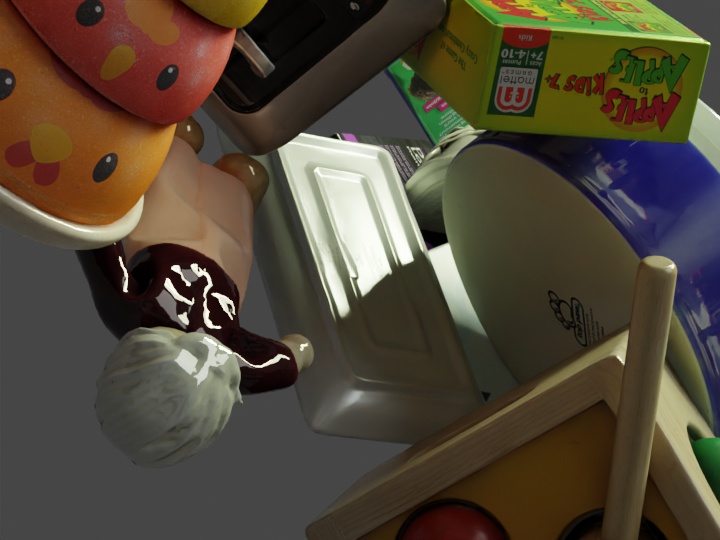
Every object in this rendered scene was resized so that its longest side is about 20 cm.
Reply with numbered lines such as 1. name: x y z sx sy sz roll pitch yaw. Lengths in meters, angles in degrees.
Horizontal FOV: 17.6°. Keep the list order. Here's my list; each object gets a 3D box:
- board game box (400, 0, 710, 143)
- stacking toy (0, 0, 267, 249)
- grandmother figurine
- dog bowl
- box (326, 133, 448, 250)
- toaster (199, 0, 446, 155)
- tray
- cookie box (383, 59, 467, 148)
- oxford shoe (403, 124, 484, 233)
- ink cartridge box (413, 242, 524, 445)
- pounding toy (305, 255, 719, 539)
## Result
1. board game box: 0.067 -0.115 1.054 0.101 0.048 0.200 2 22 -20
2. stacking toy: -0.078 -0.117 0.830 0.146 0.200 0.146 41 22 -20
3. grandmother figurine: -0.070 0.011 0.921 0.121 0.061 0.200 27 27 -12
4. dog bowl: 0.130 0.006 1.107 0.200 0.079 0.200 46 -24 28
5. box: 0.036 -0.010 1.339 0.143 0.036 0.200 61 14 6
6. toaster: -0.077 -0.168 1.025 0.181 0.119 0.200 50 -1 -28
7. tray: 0.000 0.000 1.131 0.107 0.022 0.200 8 45 -31
8. cookie box: 0.115 -0.055 1.547 0.171 0.075 0.200 49 7 -35
9. oxford shoe: 0.060 -0.054 1.284 0.200 0.075 0.058 12 70 -78
10. ink cartridge box: 0.101 0.051 1.236 0.200 0.047 0.160 -23 81 -44
11. pounding toy: 0.095 0.111 0.976 0.184 0.200 0.142 59 16 0
